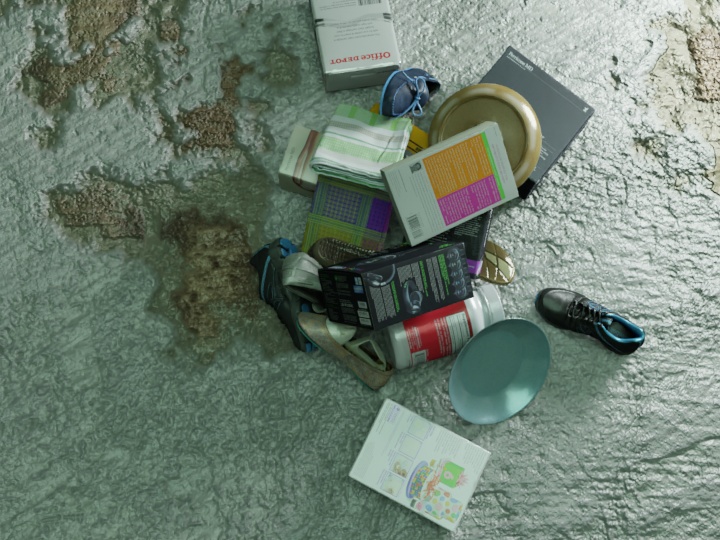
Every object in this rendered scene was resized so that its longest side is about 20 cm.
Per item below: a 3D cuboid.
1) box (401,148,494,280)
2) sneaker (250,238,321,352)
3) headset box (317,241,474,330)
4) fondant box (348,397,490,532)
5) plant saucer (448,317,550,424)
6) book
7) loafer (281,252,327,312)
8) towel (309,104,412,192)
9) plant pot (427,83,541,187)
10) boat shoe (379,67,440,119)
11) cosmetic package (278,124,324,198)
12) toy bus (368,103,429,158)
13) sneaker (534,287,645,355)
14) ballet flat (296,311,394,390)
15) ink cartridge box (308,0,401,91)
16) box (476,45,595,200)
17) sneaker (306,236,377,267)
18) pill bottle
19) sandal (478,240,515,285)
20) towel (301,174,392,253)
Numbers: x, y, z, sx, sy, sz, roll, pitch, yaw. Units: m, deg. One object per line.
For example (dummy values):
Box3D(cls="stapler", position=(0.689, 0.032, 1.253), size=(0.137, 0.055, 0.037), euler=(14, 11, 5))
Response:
Box3D(cls="box", position=(0.155, -0.097, 1.527), size=(0.142, 0.036, 0.202), euler=(15, 98, 21))
Box3D(cls="sneaker", position=(-0.128, 0.048, 1.549), size=(0.082, 0.073, 0.201), euler=(-21, 84, 30))
Box3D(cls="headset box", position=(0.060, 0.018, 1.425), size=(0.199, 0.174, 0.094), euler=(-17, 99, -24))
Box3D(cls="fondant box", position=(0.097, 0.325, 1.489), size=(0.199, 0.058, 0.145), euler=(27, 77, 6))
Box3D(cls="plant saucer", position=(0.228, 0.164, 1.502), size=(0.200, 0.039, 0.202), euler=(-11, 117, -22))
Box3D(cls="book", position=(0.147, -0.140, 1.442), size=(0.199, 0.048, 0.134), euler=(-24, 107, -8))
Box3D(cls="loafer", position=(-0.058, 0.045, 1.507), size=(0.200, 0.070, 0.070), euler=(34, 53, -31))
Box3D(cls="towel", position=(0.006, -0.218, 1.519), size=(0.148, 0.031, 0.201), euler=(15, 43, 3))
Box3D(cls="plant pot", position=(0.213, -0.224, 1.543), size=(0.198, 0.027, 0.202), euler=(1, 95, 14))
Box3D(cls="boat shoe", position=(0.093, -0.325, 1.590), size=(0.068, 0.085, 0.200), euler=(19, 36, 15))
Box3D(cls="cosmetic package", position=(-0.038, -0.175, 1.595), size=(0.199, 0.087, 0.104), euler=(16, 77, 3))
Box3D(cls="toy bus", position=(0.091, -0.220, 1.623), size=(0.199, 0.065, 0.079), euler=(33, 79, 6))
Box3D(cls="sneaker", position=(0.402, 0.079, 1.547), size=(0.199, 0.082, 0.074), euler=(23, 78, 5))
Box3D(cls="ballet flat", position=(-0.018, 0.122, 1.498), size=(0.067, 0.068, 0.200), euler=(-38, 116, 25))
Box3D(cls="ink cartridge box", position=(-0.014, -0.449, 1.666), size=(0.145, 0.084, 0.202), euler=(-9, 77, -4))
Box3D(cls="box", position=(0.287, -0.267, 1.619), size=(0.200, 0.104, 0.182), euler=(39, 80, 8))
Box3D(cls="sneaker", position=(0.000, 0.000, 1.548), size=(0.199, 0.075, 0.071), euler=(27, 65, -15))
Box3D(cls="pill bottle", position=(0.140, 0.090, 1.521), size=(0.199, 0.112, 0.113), euler=(-16, 77, -6))
Box3D(cls="sandal", position=(0.181, -0.019, 1.582), size=(0.199, 0.054, 0.081), euler=(17, 56, 18))
Box3D(cls="towel", position=(-0.020, -0.092, 1.549), size=(0.143, 0.023, 0.201), euler=(16, 117, 4))
